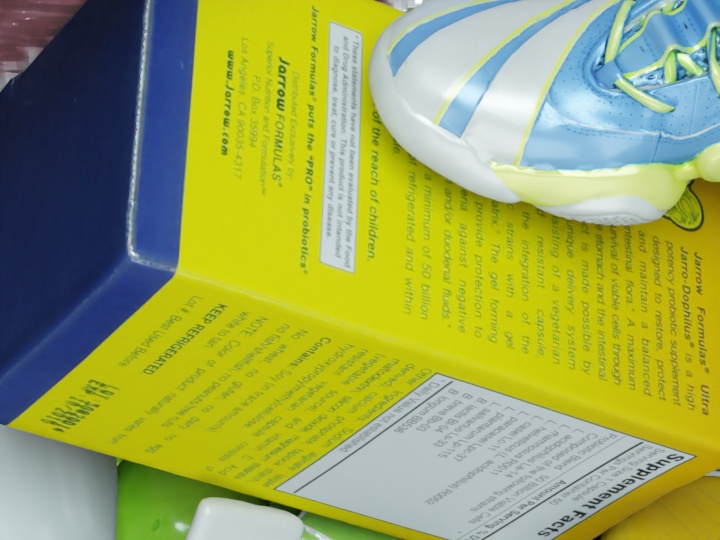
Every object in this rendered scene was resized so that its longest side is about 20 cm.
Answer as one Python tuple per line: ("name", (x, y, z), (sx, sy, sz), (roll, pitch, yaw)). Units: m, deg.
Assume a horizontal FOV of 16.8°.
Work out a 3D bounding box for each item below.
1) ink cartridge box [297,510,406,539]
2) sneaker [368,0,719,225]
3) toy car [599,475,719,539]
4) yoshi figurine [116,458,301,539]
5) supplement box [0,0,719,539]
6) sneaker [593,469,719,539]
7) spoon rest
("ink cartridge box", (-0.014, 0.148, 0.782), (0.075, 0.200, 0.148), (31, 128, 9))
("sneaker", (0.105, -0.068, 0.635), (0.198, 0.076, 0.105), (2, 139, -16))
("toy car", (0.151, 0.153, 0.741), (0.174, 0.199, 0.151), (-22, 131, -42))
("yoshi figurine", (-0.074, 0.104, 0.892), (0.112, 0.113, 0.200), (18, 144, -15))
("supplement box", (0.000, 0.000, 0.703), (0.199, 0.110, 0.109), (19, 146, -27))
("sneaker", (0.097, 0.097, 0.906), (0.198, 0.078, 0.085), (-2, 155, 6))
("spoon rest", (-0.099, 0.064, 0.780), (0.099, 0.061, 0.200), (17, -172, -41))
